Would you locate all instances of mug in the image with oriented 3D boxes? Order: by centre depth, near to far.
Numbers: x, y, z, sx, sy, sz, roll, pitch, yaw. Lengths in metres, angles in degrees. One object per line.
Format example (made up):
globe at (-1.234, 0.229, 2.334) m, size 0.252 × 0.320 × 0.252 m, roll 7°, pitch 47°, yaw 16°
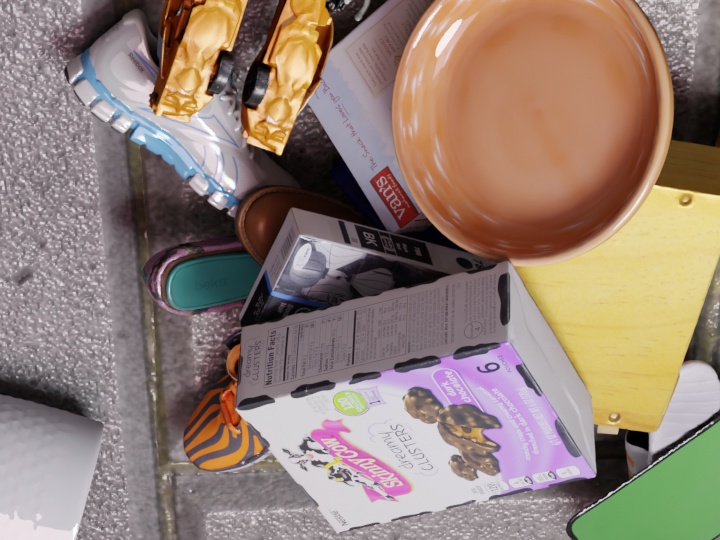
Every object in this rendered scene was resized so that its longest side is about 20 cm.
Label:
mug at (-0.307, 0.176, 1.692) m, size 0.174 × 0.149 × 0.200 m, roll 16°, pitch 153°, yaw -7°

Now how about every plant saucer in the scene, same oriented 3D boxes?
plant saucer at (0.114, -0.104, 1.407) m, size 0.198 × 0.037 × 0.202 m, roll 1°, pitch 91°, yaw 29°

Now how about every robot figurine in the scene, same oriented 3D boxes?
robot figurine at (-0.068, -0.189, 1.465) m, size 0.144 × 0.058 × 0.202 m, roll 17°, pitch 102°, yaw -19°

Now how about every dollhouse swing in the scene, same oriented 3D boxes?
dollhouse swing at (0.184, -0.022, 1.552) m, size 0.180 × 0.176 × 0.201 m, roll 9°, pitch 124°, yaw -7°

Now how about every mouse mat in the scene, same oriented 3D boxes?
mouse mat at (0.268, 0.181, 1.740) m, size 0.199 × 0.008 × 0.161 m, roll -36°, pitch 141°, yaw 3°

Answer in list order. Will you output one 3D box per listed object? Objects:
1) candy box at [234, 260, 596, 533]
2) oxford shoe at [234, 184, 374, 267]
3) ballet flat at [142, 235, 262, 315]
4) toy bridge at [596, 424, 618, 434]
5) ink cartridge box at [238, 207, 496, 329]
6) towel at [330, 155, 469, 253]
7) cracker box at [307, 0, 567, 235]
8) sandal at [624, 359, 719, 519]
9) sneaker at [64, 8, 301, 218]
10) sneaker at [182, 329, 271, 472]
candy box at (0.039, 0.090, 1.463) m, size 0.198 × 0.072 × 0.168 m, roll -15°, pitch 138°, yaw 20°
oxford shoe at (0.000, 0.000, 1.553) m, size 0.199 × 0.071 × 0.072 m, roll 30°, pitch 91°, yaw -24°
ballet flat at (-0.067, -0.006, 1.601) m, size 0.198 × 0.071 × 0.070 m, roll -5°, pitch 114°, yaw -22°
toy bridge at (0.094, 0.085, 1.608) m, size 0.198 × 0.068 × 0.027 m, roll 2°, pitch 138°, yaw 7°
ink cartridge box at (0.024, 0.026, 1.506) m, size 0.198 × 0.039 × 0.100 m, roll 12°, pitch 121°, yaw -24°
towel at (0.087, -0.090, 1.550) m, size 0.147 × 0.050 × 0.200 m, roll 38°, pitch 113°, yaw -5°
cracker box at (0.068, -0.135, 1.488) m, size 0.200 × 0.058 × 0.135 m, roll -37°, pitch 77°, yaw 25°
sandal at (0.249, 0.127, 1.724) m, size 0.079 × 0.059 × 0.208 m, roll -21°, pitch 139°, yaw -14°
sneaker at (-0.108, -0.110, 1.538) m, size 0.199 × 0.075 × 0.087 m, roll 35°, pitch 110°, yaw -24°
sneaker at (-0.083, 0.085, 1.635) m, size 0.200 × 0.078 × 0.112 m, roll -40°, pitch 157°, yaw 24°
